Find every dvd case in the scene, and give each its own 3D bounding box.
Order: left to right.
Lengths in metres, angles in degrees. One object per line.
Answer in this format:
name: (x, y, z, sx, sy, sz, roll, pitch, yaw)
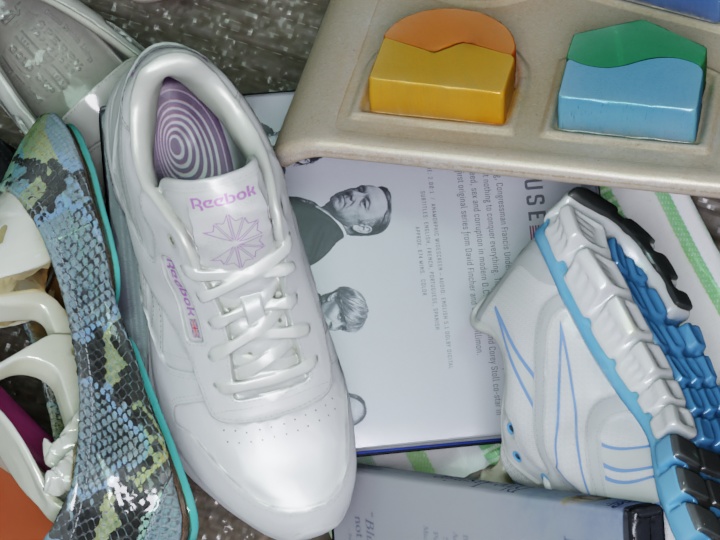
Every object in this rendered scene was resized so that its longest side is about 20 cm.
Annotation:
dvd case: (0.000, 0.000, 1.132, 0.200, 0.025, 0.150, -5, 83, -6)
dvd case: (0.050, 0.151, 1.056, 0.018, 0.200, 0.143, -5, 94, -33)

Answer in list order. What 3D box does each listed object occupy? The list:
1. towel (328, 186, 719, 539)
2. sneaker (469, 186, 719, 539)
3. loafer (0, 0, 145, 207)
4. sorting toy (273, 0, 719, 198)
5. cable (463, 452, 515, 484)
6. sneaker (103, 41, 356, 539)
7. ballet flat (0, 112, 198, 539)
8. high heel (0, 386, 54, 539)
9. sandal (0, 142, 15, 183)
towel: (0.052, 0.020, 1.168, 0.200, 0.023, 0.153, -29, 79, 6)
sneaker: (0.099, 0.071, 1.042, 0.087, 0.075, 0.200, -42, 52, 27)
loafer: (-0.102, -0.056, 1.174, 0.200, 0.070, 0.070, 42, 86, 18)
sorting toy: (0.078, -0.100, 1.116, 0.200, 0.037, 0.185, 3, 39, 13)
cable: (0.039, 0.159, 1.122, 0.097, 0.050, 0.200, 38, 107, 39)
sneaker: (-0.054, 0.008, 1.065, 0.075, 0.100, 0.200, -19, 86, -8)
ballet flat: (-0.119, 0.024, 1.075, 0.074, 0.074, 0.200, -25, 60, 7)
high heel: (-0.160, 0.040, 1.127, 0.200, 0.096, 0.067, 42, 129, -6)
sandal: (-0.139, -0.012, 1.180, 0.200, 0.075, 0.048, 42, 89, 4)
